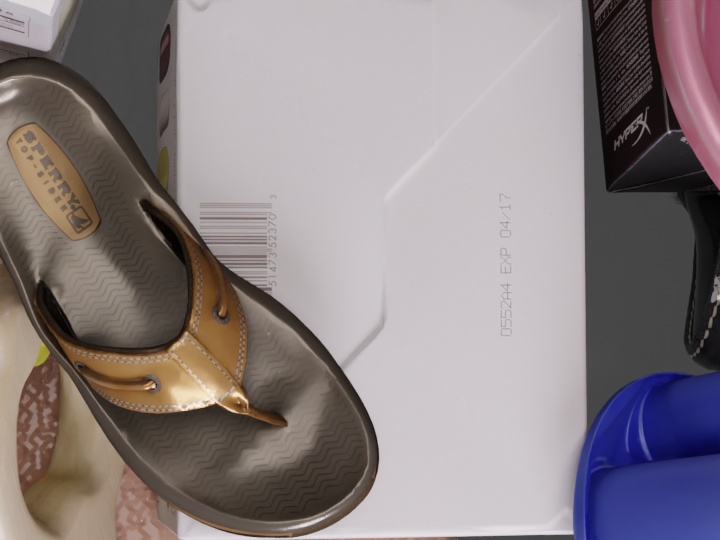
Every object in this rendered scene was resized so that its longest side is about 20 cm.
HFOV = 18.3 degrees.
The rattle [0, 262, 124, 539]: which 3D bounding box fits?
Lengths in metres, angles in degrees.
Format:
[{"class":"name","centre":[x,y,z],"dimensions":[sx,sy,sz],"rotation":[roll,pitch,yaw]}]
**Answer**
[{"class":"rattle","centre":[-0.158,0.089,0.856],"dimensions":[0.142,0.130,0.201],"rotation":[0,113,2]}]

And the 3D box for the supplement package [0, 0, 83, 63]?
[{"class":"supplement package","centre":[-0.158,-0.167,0.803],"dimensions":[0.150,0.200,0.153],"rotation":[19,84,-7]}]

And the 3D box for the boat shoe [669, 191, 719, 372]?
[{"class":"boat shoe","centre":[0.151,-0.055,0.910],"dimensions":[0.060,0.076,0.201],"rotation":[15,72,-5]}]

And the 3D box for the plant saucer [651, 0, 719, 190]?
[{"class":"plant saucer","centre":[0.192,-0.080,0.780],"dimensions":[0.199,0.051,0.202],"rotation":[4,74,-13]}]

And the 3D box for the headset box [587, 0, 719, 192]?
[{"class":"headset box","centre":[0.164,-0.135,0.855],"dimensions":[0.148,0.077,0.201],"rotation":[-1,74,-14]}]

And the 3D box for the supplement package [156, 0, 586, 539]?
[{"class":"supplement package","centre":[0.000,0.000,0.861],"dimensions":[0.155,0.111,0.202],"rotation":[0,86,-8]}]

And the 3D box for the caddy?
[{"class":"caddy","centre":[0.158,0.126,0.828],"dimensions":[0.201,0.105,0.141],"rotation":[57,43,-12]}]

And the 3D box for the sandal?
[{"class":"sandal","centre":[-0.071,0.009,0.767],"dimensions":[0.081,0.055,0.201],"rotation":[-34,89,-5]}]
